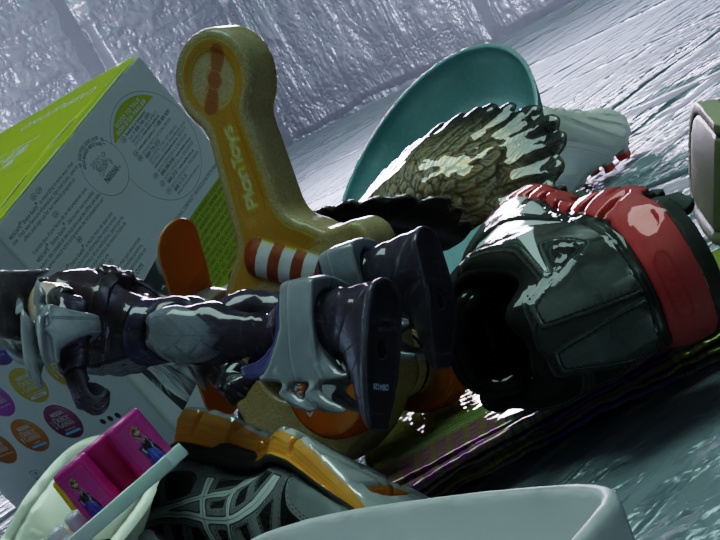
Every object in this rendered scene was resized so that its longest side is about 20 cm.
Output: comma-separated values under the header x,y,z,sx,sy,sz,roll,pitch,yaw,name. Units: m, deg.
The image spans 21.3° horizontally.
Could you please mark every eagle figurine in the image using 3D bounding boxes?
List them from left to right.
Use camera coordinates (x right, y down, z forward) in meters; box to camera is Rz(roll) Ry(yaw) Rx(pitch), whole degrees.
x,y,z,sx,sy,sz,roll,pitch,yaw,name
0.007,0.002,0.964,0.150,0.200,0.152,6,36,-18,eagle figurine

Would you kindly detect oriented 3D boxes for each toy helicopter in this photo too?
x,y,z,sx,sy,sz,roll,pitch,yaw,name
-0.043,-0.009,0.846,0.132,0.201,0.079,-21,-5,39,toy helicopter

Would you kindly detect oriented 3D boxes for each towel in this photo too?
x,y,z,sx,sy,sz,roll,pitch,yaw,name
0.085,0.049,0.828,0.200,0.023,0.144,-29,7,4,towel

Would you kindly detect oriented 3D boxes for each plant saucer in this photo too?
x,y,z,sx,sy,sz,roll,pitch,yaw,name
0.057,-0.050,1.232,0.200,0.036,0.200,-37,39,37,plant saucer

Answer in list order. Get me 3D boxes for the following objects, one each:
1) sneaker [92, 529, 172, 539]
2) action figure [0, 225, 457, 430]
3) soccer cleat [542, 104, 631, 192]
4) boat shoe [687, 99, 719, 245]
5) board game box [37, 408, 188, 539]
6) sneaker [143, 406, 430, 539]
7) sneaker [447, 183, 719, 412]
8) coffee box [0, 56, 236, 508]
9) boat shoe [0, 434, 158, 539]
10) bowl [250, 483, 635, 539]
x,y,z,sx,sy,sz,roll,pitch,yaw,name
-0.077,0.147,0.675,0.084,0.081,0.200,-52,9,-20,sneaker
-0.067,0.025,0.745,0.199,0.070,0.130,-3,5,31,action figure
0.138,-0.090,1.339,0.069,0.078,0.200,-25,8,30,soccer cleat
0.174,-0.020,0.720,0.068,0.075,0.200,-3,26,-1,boat shoe
-0.152,0.126,0.694,0.200,0.026,0.200,-40,0,-12,board game box
-0.028,0.105,0.736,0.077,0.078,0.200,-63,22,-13,sneaker
0.068,0.011,0.778,0.098,0.071,0.200,-29,8,-13,sneaker
-0.197,0.010,1.313,0.199,0.198,0.200,-23,26,41,coffee box
-0.158,0.162,0.853,0.202,0.072,0.060,-47,-26,-28,boat shoe
-0.030,0.138,0.465,0.200,0.075,0.200,-34,8,-34,bowl
